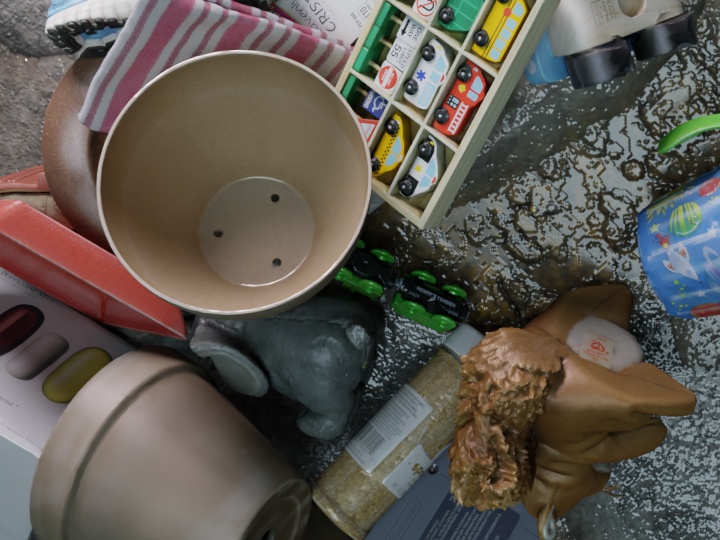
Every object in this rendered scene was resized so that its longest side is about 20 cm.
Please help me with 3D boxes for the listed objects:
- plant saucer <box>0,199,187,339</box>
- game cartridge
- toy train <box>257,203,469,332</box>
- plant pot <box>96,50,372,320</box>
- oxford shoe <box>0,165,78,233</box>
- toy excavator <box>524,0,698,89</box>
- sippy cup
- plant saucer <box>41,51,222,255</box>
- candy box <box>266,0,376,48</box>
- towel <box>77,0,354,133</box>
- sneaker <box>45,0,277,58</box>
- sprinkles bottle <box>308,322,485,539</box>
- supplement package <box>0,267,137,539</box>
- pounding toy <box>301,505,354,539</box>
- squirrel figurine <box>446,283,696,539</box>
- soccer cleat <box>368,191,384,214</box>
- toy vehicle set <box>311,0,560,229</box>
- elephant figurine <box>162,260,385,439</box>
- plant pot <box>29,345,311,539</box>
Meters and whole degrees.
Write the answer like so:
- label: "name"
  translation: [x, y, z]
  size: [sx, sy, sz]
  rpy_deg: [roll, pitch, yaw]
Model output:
- label: "plant saucer"
  translation: [-0.261, -0.007, 1.120]
  size: [0.199, 0.200, 0.037]
  rpy_deg: [33, 76, -29]
- label: "game cartridge"
  translation: [0.070, 0.249, 1.126]
  size: [0.133, 0.200, 0.041]
  rpy_deg: [35, 151, 4]
- label: "toy train"
  translation: [0.000, 0.000, 1.103]
  size: [0.200, 0.056, 0.042]
  rpy_deg: [25, 72, -11]
- label: "plant pot"
  translation: [-0.088, -0.049, 0.993]
  size: [0.200, 0.134, 0.201]
  rpy_deg: [-1, 75, 3]
- label: "oxford shoe"
  translation: [-0.283, -0.055, 1.158]
  size: [0.200, 0.071, 0.074]
  rpy_deg: [-3, 109, 46]
- label: "toy excavator"
  translation: [0.130, -0.186, 1.012]
  size: [0.194, 0.200, 0.100]
  rpy_deg: [-24, 101, -23]
- label: "sippy cup"
  translation: [0.290, -0.025, 1.002]
  size: [0.130, 0.140, 0.178]
  rpy_deg: [-20, 75, 31]
- label: "plant saucer"
  translation: [-0.164, -0.103, 1.086]
  size: [0.200, 0.037, 0.201]
  rpy_deg: [-5, 102, -25]
- label: "candy box"
  translation: [-0.040, -0.239, 1.059]
  size: [0.200, 0.061, 0.136]
  rpy_deg: [-36, 93, 24]
- label: "towel"
  translation: [-0.104, -0.142, 1.025]
  size: [0.200, 0.030, 0.146]
  rpy_deg: [15, 129, -29]
- label: "sneaker"
  translation: [-0.156, -0.235, 1.021]
  size: [0.199, 0.078, 0.090]
  rpy_deg: [-10, 72, 6]
- label: "sprinkles bottle"
  translation: [0.044, 0.137, 1.108]
  size: [0.068, 0.068, 0.200]
  rpy_deg: [45, 86, -1]
- label: "supplement package"
  translation: [-0.324, 0.132, 1.180]
  size: [0.191, 0.200, 0.147]
  rpy_deg: [30, 119, 5]
- label: "pounding toy"
  translation: [-0.057, 0.323, 1.220]
  size: [0.184, 0.142, 0.200]
  rpy_deg: [17, 111, -2]
- label: "squirrel figurine"
  translation: [0.148, 0.130, 1.066]
  size: [0.200, 0.142, 0.187]
  rpy_deg: [-5, 134, -26]
- label: "soccer cleat"
  translation: [-0.003, -0.079, 1.087]
  size: [0.200, 0.085, 0.069]
  rpy_deg: [-35, 95, 23]
- label: "toy vehicle set"
  translation: [0.052, -0.148, 0.975]
  size: [0.124, 0.026, 0.200]
  rpy_deg: [39, 118, 24]
- label: "elephant figurine"
  translation: [-0.088, 0.057, 1.125]
  size: [0.200, 0.142, 0.155]
  rpy_deg: [21, 114, 7]
- label: "plant pot"
  translation: [-0.142, 0.187, 1.082]
  size: [0.173, 0.200, 0.200]
  rpy_deg: [25, 113, 24]
